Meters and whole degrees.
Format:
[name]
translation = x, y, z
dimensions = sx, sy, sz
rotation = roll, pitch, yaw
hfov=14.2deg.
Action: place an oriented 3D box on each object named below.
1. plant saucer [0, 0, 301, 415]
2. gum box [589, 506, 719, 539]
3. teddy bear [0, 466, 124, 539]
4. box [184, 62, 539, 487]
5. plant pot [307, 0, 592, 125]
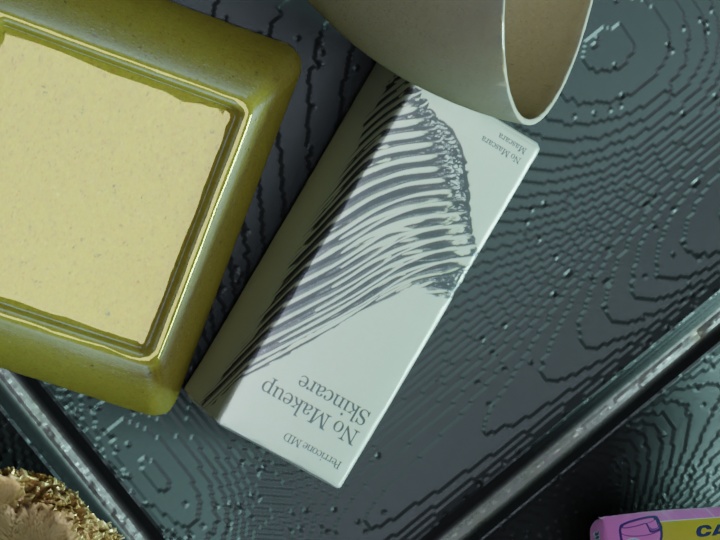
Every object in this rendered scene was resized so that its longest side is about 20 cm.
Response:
[plant saucer]
translation = -0.143, -0.042, 1.399
dimensions = 0.200, 0.048, 0.200
rotation = 19, 96, -21
[gum box]
translation = 0.217, 0.183, 1.503
dimensions = 0.200, 0.066, 0.114
rotation = -5, 68, 1
[teddy bear]
translation = -0.207, 0.178, 1.425
dimensions = 0.145, 0.067, 0.200
rotation = 19, 102, -11
[box]
translation = 0.000, 0.000, 1.443
dimensions = 0.082, 0.068, 0.200
rotation = 28, 92, -21
[plant pot]
translation = 0.033, -0.177, 1.368
dimensions = 0.134, 0.200, 0.200
rotation = 10, 100, 16
